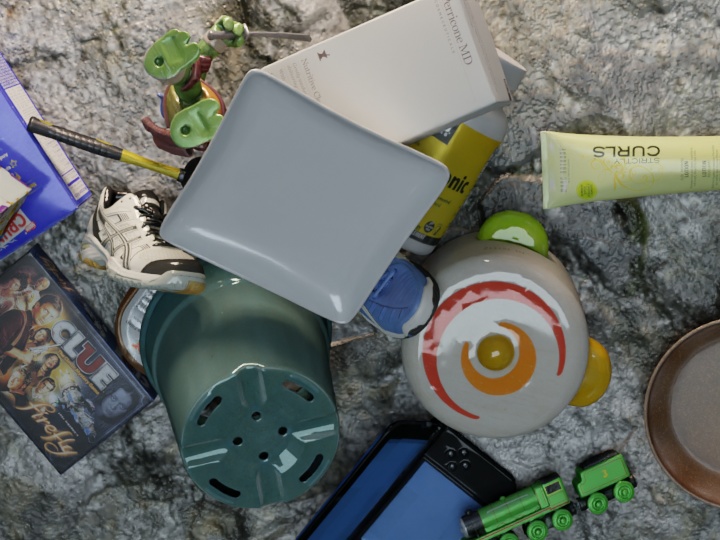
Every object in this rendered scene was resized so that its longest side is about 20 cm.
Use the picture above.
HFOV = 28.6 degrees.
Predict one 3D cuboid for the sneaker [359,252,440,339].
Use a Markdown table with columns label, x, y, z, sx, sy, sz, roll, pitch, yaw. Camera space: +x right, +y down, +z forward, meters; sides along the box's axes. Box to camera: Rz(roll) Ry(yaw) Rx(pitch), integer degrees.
| label | x | y | z | sx | sy | sz | roll | pitch | yaw |
| --- | --- | --- | --- | --- | --- | --- | --- | --- | --- |
| sneaker | 0.000 | 0.000 | 1.336 | 0.077 | 0.200 | 0.076 | 29 | 95 | -42 |

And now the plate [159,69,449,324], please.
| label | x | y | z | sx | sy | sz | roll | pitch | yaw |
| --- | --- | --- | --- | --- | --- | --- | --- | --- | --- |
| plate | -0.050 | -0.065 | 1.242 | 0.198 | 0.033 | 0.200 | 26 | 124 | -14 |

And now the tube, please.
| label | x | y | z | sx | sy | sz | roll | pitch | yaw |
| --- | --- | --- | --- | --- | --- | --- | --- | --- | --- |
| tube | 0.275 | -0.100 | 1.374 | 0.197 | 0.052 | 0.059 | -1 | 64 | 9 |

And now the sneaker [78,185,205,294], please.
| label | x | y | z | sx | sy | sz | roll | pitch | yaw |
| --- | --- | --- | --- | --- | --- | --- | --- | --- | --- |
| sneaker | -0.211 | -0.033 | 1.356 | 0.075 | 0.199 | 0.089 | 12 | 95 | -41 |

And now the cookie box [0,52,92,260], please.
| label | x | y | z | sx | sy | sz | roll | pitch | yaw |
| --- | --- | --- | --- | --- | --- | --- | --- | --- | --- |
| cookie box | -0.392 | -0.108 | 1.397 | 0.170 | 0.075 | 0.201 | -30 | 100 | 10 |

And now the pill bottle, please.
| label | x | y | z | sx | sy | sz | roll | pitch | yaw |
| --- | --- | --- | --- | --- | --- | --- | --- | --- | --- |
| pill bottle | 0.072 | -0.126 | 1.346 | 0.110 | 0.111 | 0.201 | 30 | 103 | -4 |

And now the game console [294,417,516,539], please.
| label | x | y | z | sx | sy | sz | roll | pitch | yaw |
| --- | --- | --- | --- | --- | --- | --- | --- | --- | --- |
| game console | 0.041 | 0.258 | 1.440 | 0.170 | 0.118 | 0.201 | 38 | 104 | -6 |

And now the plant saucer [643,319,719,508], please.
| label | x | y | z | sx | sy | sz | roll | pitch | yaw |
| --- | --- | --- | --- | --- | --- | --- | --- | --- | --- |
| plant saucer | 0.386 | 0.141 | 1.422 | 0.197 | 0.037 | 0.204 | 3 | 103 | 11 |

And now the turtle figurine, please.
| label | x | y | z | sx | sy | sz | roll | pitch | yaw |
| --- | --- | --- | --- | --- | --- | --- | --- | --- | --- |
| turtle figurine | -0.114 | -0.165 | 1.306 | 0.197 | 0.194 | 0.146 | 12 | 93 | 8 |

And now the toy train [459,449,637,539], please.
| label | x | y | z | sx | sy | sz | roll | pitch | yaw |
| --- | --- | --- | --- | --- | --- | --- | --- | --- | --- |
| toy train | 0.190 | 0.242 | 1.451 | 0.198 | 0.042 | 0.057 | -23 | 94 | -3 |

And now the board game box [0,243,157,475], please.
| label | x | y | z | sx | sy | sz | roll | pitch | yaw |
| --- | --- | --- | --- | --- | --- | --- | --- | --- | --- |
| board game box | -0.323 | 0.093 | 1.464 | 0.135 | 0.035 | 0.201 | -38 | 99 | 11 |

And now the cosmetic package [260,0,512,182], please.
| label | x | y | z | sx | sy | sz | roll | pitch | yaw |
| --- | --- | --- | --- | --- | --- | --- | --- | --- | --- |
| cosmetic package | 0.024 | -0.165 | 1.257 | 0.198 | 0.081 | 0.114 | -22 | 90 | 21 |

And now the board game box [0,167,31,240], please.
| label | x | y | z | sx | sy | sz | roll | pitch | yaw |
| --- | --- | --- | --- | --- | --- | --- | --- | --- | --- |
| board game box | -0.415 | -0.015 | 1.332 | 0.104 | 0.103 | 0.201 | 34 | 106 | -5 |

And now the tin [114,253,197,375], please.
| label | x | y | z | sx | sy | sz | roll | pitch | yaw |
| --- | --- | --- | --- | --- | --- | --- | --- | --- | --- |
| tin | -0.171 | 0.023 | 1.437 | 0.111 | 0.042 | 0.201 | 37 | 103 | -1 |

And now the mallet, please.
| label | x | y | z | sx | sy | sz | roll | pitch | yaw |
| --- | --- | --- | --- | --- | --- | --- | --- | --- | --- |
| mallet | -0.223 | -0.107 | 1.362 | 0.198 | 0.066 | 0.042 | 16 | 104 | -23 |

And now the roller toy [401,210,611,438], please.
| label | x | y | z | sx | sy | sz | roll | pitch | yaw |
| --- | --- | --- | --- | --- | --- | --- | --- | --- | --- |
| roller toy | 0.131 | 0.065 | 1.374 | 0.181 | 0.140 | 0.202 | -28 | 101 | 10 |

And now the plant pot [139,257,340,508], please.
| label | x | y | z | sx | sy | sz | roll | pitch | yaw |
| --- | --- | --- | --- | --- | --- | --- | --- | --- | --- |
| plant pot | -0.107 | 0.110 | 1.345 | 0.197 | 0.197 | 0.203 | -5 | 115 | -10 |
